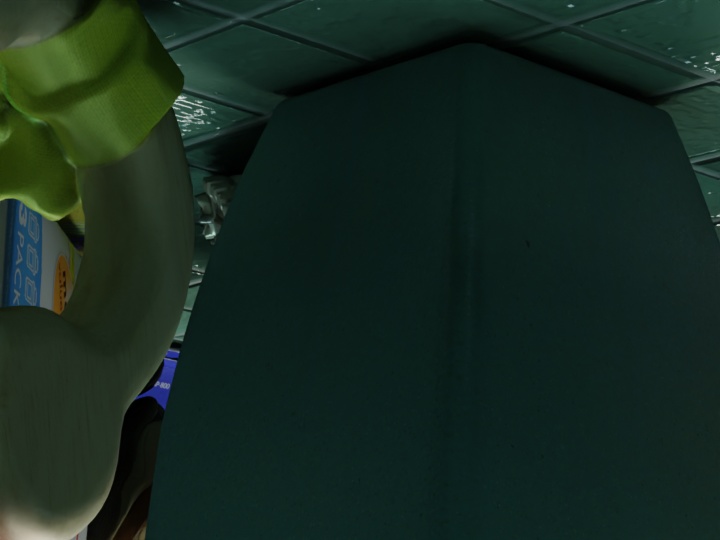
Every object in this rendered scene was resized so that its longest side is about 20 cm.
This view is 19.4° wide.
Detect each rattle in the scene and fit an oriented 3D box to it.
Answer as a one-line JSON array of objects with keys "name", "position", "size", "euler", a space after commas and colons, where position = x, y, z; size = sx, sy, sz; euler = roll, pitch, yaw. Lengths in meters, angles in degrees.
[{"name": "rattle", "position": [-0.123, 0.018, 0.529], "size": [0.143, 0.200, 0.130], "euler": [-1, 166, 15]}]

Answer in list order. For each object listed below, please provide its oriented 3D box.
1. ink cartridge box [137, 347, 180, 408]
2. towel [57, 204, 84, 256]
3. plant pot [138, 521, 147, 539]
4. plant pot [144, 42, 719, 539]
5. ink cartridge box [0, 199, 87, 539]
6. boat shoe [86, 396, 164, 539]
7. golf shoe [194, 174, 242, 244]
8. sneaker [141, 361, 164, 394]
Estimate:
[{"name": "ink cartridge box", "position": [-0.149, 0.068, 1.104], "size": [0.095, 0.037, 0.200], "euler": [15, 160, -43]}, {"name": "towel", "position": [-0.166, -0.022, 0.755], "size": [0.200, 0.023, 0.144], "euler": [7, 167, -17]}, {"name": "plant pot", "position": [0.047, 0.131, 0.795], "size": [0.200, 0.183, 0.200], "euler": [-29, 171, -5]}, {"name": "plant pot", "position": [0.030, 0.046, 0.618], "size": [0.141, 0.200, 0.141], "euler": [14, 163, -40]}, {"name": "ink cartridge box", "position": [-0.133, 0.044, 0.727], "size": [0.068, 0.115, 0.200], "euler": [2, 167, 2]}, {"name": "boat shoe", "position": [-0.107, 0.121, 0.862], "size": [0.076, 0.074, 0.200], "euler": [-21, -165, 19]}, {"name": "golf shoe", "position": [0.000, 0.000, 0.756], "size": [0.097, 0.078, 0.200], "euler": [-17, 170, 4]}, {"name": "sneaker", "position": [-0.158, 0.028, 0.877], "size": [0.090, 0.067, 0.200], "euler": [-11, 165, 35]}]
